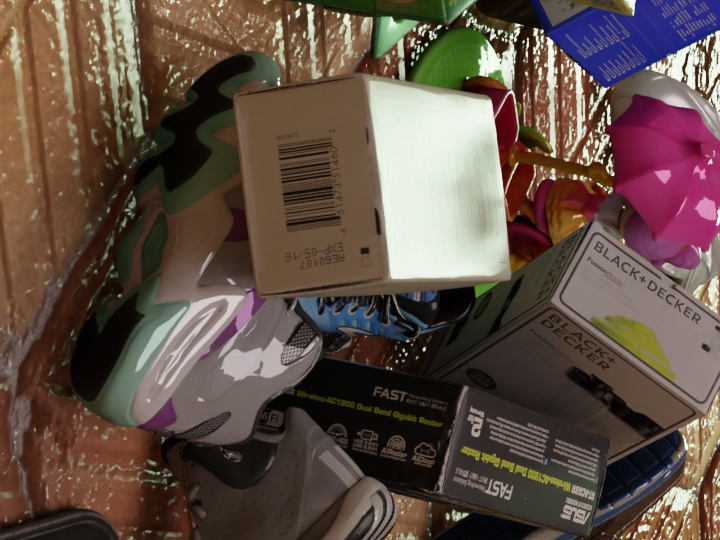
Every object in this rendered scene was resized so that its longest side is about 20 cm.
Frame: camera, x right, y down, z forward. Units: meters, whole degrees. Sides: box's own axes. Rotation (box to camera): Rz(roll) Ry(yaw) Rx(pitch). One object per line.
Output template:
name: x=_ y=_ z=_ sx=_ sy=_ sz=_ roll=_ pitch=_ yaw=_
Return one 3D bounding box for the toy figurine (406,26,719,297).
toy figurine: x=0.135 y=-0.041 z=1.700 sx=0.151 sy=0.183 sz=0.201 roll=-61 pitch=147 yaw=-32

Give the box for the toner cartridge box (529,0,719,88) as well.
toner cartridge box: x=0.160 y=-0.160 z=1.688 sx=0.043 sy=0.095 sz=0.200 roll=66 pitch=10 yaw=11

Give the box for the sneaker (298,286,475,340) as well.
sneaker: x=0.000 y=0.000 z=1.585 sx=0.200 sy=0.090 sz=0.079 roll=2 pitch=99 yaw=-60

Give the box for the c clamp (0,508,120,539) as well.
c clamp: x=-0.180 y=0.209 z=1.427 sx=0.200 sy=0.027 sz=0.172 roll=-21 pitch=113 yaw=-54

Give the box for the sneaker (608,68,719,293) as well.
sneaker: x=0.199 y=-0.044 z=1.922 sx=0.099 sy=0.078 sz=0.201 roll=-52 pitch=140 yaw=-32

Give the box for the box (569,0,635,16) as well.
box: x=0.147 y=-0.244 z=1.540 sx=0.075 sy=0.050 sz=0.201 roll=36 pitch=70 yaw=-66

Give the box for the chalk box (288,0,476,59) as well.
chalk box: x=0.020 y=-0.209 z=1.512 sx=0.124 sy=0.123 sz=0.201 roll=-45 pitch=136 yaw=-43

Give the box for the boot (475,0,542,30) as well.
boot: x=0.175 y=-0.219 z=1.708 sx=0.186 sy=0.064 sz=0.200 roll=-20 pitch=164 yaw=-33

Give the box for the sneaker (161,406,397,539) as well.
sneaker: x=-0.083 y=0.150 z=1.523 sx=0.200 sy=0.116 sz=0.075 roll=-42 pitch=165 yaw=8

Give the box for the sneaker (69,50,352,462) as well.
sneaker: x=-0.054 y=0.000 z=1.470 sx=0.139 sy=0.078 sz=0.201 roll=26 pitch=86 yaw=-32

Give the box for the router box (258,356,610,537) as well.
router box: x=0.032 y=0.095 z=1.613 sx=0.200 sy=0.149 sz=0.063 roll=22 pitch=81 yaw=-59

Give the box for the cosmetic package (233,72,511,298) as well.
cosmetic package: x=0.010 y=-0.040 z=1.450 sx=0.200 sy=0.073 sz=0.104 roll=3 pitch=80 yaw=-71

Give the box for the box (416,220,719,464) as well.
box: x=0.122 y=0.054 z=1.683 sx=0.116 sy=0.200 sz=0.060 roll=37 pitch=62 yaw=-10

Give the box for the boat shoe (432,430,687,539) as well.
boat shoe: x=0.122 y=0.165 z=1.806 sx=0.199 sy=0.072 sz=0.073 roll=-30 pitch=129 yaw=-4
